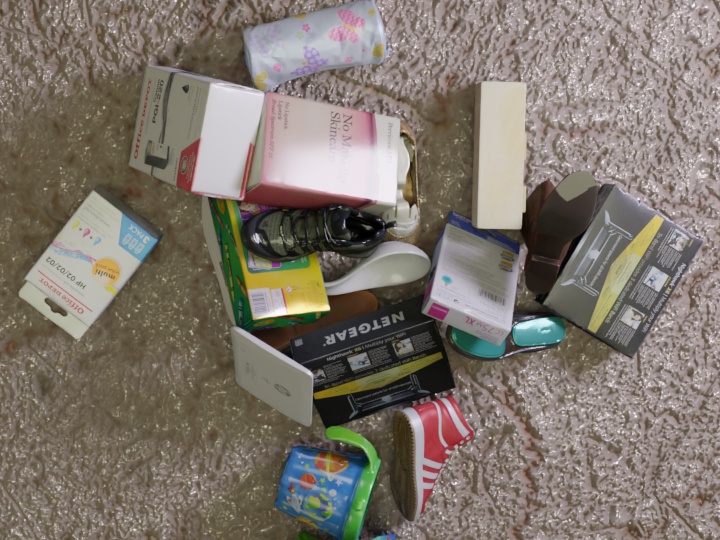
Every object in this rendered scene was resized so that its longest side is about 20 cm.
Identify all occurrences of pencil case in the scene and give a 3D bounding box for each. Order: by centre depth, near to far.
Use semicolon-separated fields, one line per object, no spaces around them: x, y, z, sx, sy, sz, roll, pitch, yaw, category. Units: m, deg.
-0.063;-0.307;1.675;0.200;0.083;0.091;-15;94;-1;pencil case

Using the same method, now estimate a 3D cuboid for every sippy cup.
-0.050;0.314;1.766;0.130;0.140;0.178;17;79;6;sippy cup

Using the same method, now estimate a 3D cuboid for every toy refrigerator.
0.194;-0.159;1.709;0.070;0.076;0.201;2;95;-1;toy refrigerator

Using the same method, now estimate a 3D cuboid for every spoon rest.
0.000;0.000;1.728;0.199;0.099;0.061;-4;64;8;spoon rest

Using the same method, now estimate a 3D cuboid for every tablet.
-0.122;0.149;1.692;0.130;0.200;0.014;30;66;12;tablet

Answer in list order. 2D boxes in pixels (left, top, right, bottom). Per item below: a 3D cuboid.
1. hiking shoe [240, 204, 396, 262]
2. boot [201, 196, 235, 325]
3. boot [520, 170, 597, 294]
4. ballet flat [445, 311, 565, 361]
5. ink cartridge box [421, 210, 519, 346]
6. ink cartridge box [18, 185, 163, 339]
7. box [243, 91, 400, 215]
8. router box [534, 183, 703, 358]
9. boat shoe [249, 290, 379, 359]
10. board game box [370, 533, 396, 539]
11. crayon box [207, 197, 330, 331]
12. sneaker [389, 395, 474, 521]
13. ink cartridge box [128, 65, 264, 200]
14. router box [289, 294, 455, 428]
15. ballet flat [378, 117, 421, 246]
-0.056;-0.059;1.619;0.200;0.101;0.076;-3;73;-23;hiking shoe
-0.159;-0.026;1.736;0.090;0.073;0.200;-15;94;-26;boot
0.261;-0.087;1.662;0.064;0.200;0.187;22;118;-3;boot
0.195;0.092;1.742;0.200;0.073;0.073;-2;101;-27;ballet flat
0.156;0.008;1.703;0.119;0.200;0.042;24;131;-6;ink cartridge box
-0.384;-0.004;1.720;0.115;0.068;0.200;38;96;-8;ink cartridge box
-0.059;-0.149;1.641;0.200;0.109;0.128;7;78;-26;box
0.368;0.000;1.758;0.157;0.052;0.200;31;92;-7;router box
-0.065;0.090;1.758;0.200;0.070;0.070;-18;138;2;boat shoe
-0.021;0.426;1.745;0.152;0.200;0.045;-26;78;1;board game box
-0.125;-0.025;1.669;0.119;0.058;0.200;-6;75;-31;crayon box
0.105;0.271;1.789;0.112;0.071;0.200;-19;128;-29;sneaker
-0.221;-0.185;1.625;0.085;0.200;0.146;6;100;-34;ink cartridge box
0.019;0.130;1.722;0.200;0.052;0.157;-18;136;2;router box
0.051;-0.111;1.723;0.070;0.065;0.201;-8;101;-5;ballet flat
